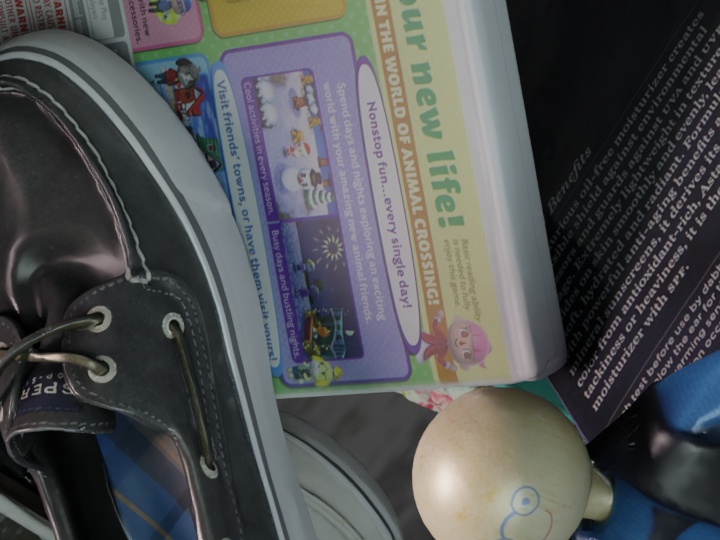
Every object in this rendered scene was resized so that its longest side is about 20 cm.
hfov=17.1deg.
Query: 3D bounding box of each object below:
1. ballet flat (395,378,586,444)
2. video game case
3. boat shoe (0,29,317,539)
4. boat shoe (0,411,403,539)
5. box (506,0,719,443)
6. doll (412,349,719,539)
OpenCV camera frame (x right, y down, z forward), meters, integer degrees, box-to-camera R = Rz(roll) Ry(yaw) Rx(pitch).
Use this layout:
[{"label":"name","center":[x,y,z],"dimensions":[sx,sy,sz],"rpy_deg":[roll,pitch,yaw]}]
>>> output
[{"label":"ballet flat","center":[0.000,0.000,0.740],"dimensions":[0.200,0.076,0.064],"rpy_deg":[32,144,-17]},{"label":"video game case","center":[-0.045,-0.063,0.636],"dimensions":[0.181,0.022,0.201],"rpy_deg":[-5,100,31]},{"label":"boat shoe","center":[-0.065,0.037,0.622],"dimensions":[0.070,0.066,0.201],"rpy_deg":[-13,96,32]},{"label":"boat shoe","center":[-0.067,0.065,0.750],"dimensions":[0.200,0.066,0.072],"rpy_deg":[35,104,-23]},{"label":"box","center":[0.146,0.000,0.677],"dimensions":[0.199,0.199,0.123],"rpy_deg":[22,111,-26]},{"label":"doll","center":[0.106,0.057,0.550],"dimensions":[0.199,0.049,0.137],"rpy_deg":[11,124,-16]}]
